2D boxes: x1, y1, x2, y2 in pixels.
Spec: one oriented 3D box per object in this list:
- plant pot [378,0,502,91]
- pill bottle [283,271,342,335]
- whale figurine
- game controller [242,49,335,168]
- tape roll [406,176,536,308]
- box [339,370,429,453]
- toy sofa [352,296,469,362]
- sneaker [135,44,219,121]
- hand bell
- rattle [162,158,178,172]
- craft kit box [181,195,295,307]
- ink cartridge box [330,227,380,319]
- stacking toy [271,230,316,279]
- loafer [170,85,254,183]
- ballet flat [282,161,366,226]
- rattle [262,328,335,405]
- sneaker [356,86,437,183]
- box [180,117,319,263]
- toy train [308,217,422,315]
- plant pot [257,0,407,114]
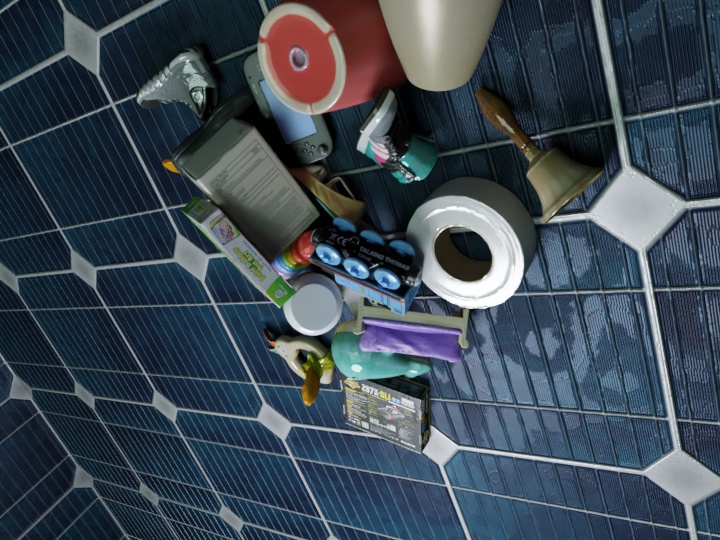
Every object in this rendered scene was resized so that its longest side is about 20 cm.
[{"bbox_3d":[0.098,-0.335,0.750,0.185,0.188,0.202,21,145,21],"label":"plant pot"},{"bbox_3d":[-0.089,0.060,1.132,0.112,0.111,0.200,48,177,-5],"label":"pill bottle"},{"bbox_3d":[0.036,0.172,1.170,0.197,0.105,0.159,25,155,-12],"label":"whale figurine"},{"bbox_3d":[-0.118,-0.274,1.013,0.103,0.042,0.202,-19,111,10],"label":"game controller"},{"bbox_3d":[0.174,-0.041,0.967,0.200,0.071,0.205,18,130,23],"label":"tape roll"},{"bbox_3d":[0.053,0.292,1.310,0.197,0.049,0.162,14,126,27],"label":"box"},{"bbox_3d":[0.089,0.104,1.054,0.196,0.083,0.100,7,87,6],"label":"toy sofa"},{"bbox_3d":[-0.333,-0.318,1.130,0.198,0.075,0.116,-20,110,42],"label":"sneaker"},{"bbox_3d":[0.227,-0.175,0.836,0.201,0.104,0.104,51,136,10],"label":"hand bell"},{"bbox_3d":[-0.276,-0.117,1.156,0.129,0.142,0.203,21,120,36],"label":"rattle"},{"bbox_3d":[-0.218,-0.038,1.068,0.198,0.048,0.199,53,168,-24],"label":"craft kit box"},{"bbox_3d":[0.000,0.000,1.137,0.108,0.050,0.202,-13,112,42],"label":"ink cartridge box"},{"bbox_3d":[-0.113,-0.033,1.124,0.086,0.085,0.199,55,156,-12],"label":"stacking toy"},{"bbox_3d":[-0.243,-0.239,1.064,0.070,0.201,0.068,45,180,-10],"label":"loafer"},{"bbox_3d":[-0.065,-0.146,1.070,0.200,0.069,0.063,42,93,22],"label":"ballet flat"},{"bbox_3d":[-0.164,0.215,1.352,0.197,0.144,0.131,21,150,14],"label":"rattle"},{"bbox_3d":[0.059,-0.189,0.894,0.120,0.084,0.200,31,176,-1],"label":"sneaker"},{"bbox_3d":[-0.185,-0.135,1.034,0.109,0.128,0.201,34,165,53],"label":"box"},{"bbox_3d":[0.009,-0.008,0.995,0.197,0.087,0.115,22,150,17],"label":"toy train"},{"bbox_3d":[-0.037,-0.316,0.844,0.198,0.177,0.203,19,130,24],"label":"plant pot"}]
